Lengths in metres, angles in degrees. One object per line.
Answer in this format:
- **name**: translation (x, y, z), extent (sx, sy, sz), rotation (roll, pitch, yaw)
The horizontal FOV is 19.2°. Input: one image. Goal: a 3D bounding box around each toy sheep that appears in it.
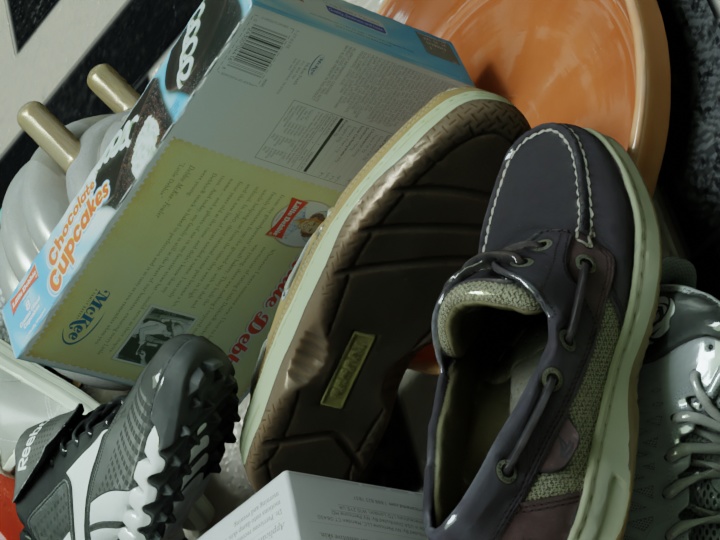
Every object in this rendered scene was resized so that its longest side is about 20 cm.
- **toy sheep**: translation (-0.110, -0.018, 1.013), extent (0.200, 0.138, 0.138), rotation (124, 142, -48)

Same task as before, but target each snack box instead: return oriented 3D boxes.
- **snack box**: translation (-0.054, -0.029, 0.907), extent (0.200, 0.116, 0.037), rotation (-53, 39, 27)

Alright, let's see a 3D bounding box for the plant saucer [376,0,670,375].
- **plant saucer**: translation (0.056, -0.053, 0.895), extent (0.200, 0.032, 0.200), rotation (-23, 60, 47)

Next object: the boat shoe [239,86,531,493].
- **boat shoe**: translation (0.000, 0.000, 0.872), extent (0.200, 0.072, 0.076), rotation (-57, 29, 24)

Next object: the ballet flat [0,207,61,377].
- **ballet flat**: translation (-0.172, 0.054, 1.136), extent (0.072, 0.072, 0.200), rotation (11, 87, 53)

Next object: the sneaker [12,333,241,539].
- **sneaker**: translation (-0.112, 0.087, 0.934), extent (0.090, 0.066, 0.200), rotation (32, 139, 11)

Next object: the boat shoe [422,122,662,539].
- **boat shoe**: translation (0.058, 0.021, 0.746), extent (0.072, 0.065, 0.200), rotation (-29, 41, 42)

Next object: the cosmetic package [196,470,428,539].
- **cosmetic package**: translation (-0.014, 0.195, 0.856), extent (0.108, 0.085, 0.200), rotation (-39, 51, 39)

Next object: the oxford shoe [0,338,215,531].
- **oxford shoe**: translation (-0.159, 0.079, 1.034), extent (0.200, 0.075, 0.058), rotation (29, 71, 13)

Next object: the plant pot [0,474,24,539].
- **plant pot**: translation (-0.257, 0.198, 1.061), extent (0.201, 0.201, 0.195), rotation (-126, 35, -46)

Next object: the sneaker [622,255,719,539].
- **sneaker**: translation (0.120, 0.075, 0.737), extent (0.115, 0.075, 0.200), rotation (-45, 45, 30)
